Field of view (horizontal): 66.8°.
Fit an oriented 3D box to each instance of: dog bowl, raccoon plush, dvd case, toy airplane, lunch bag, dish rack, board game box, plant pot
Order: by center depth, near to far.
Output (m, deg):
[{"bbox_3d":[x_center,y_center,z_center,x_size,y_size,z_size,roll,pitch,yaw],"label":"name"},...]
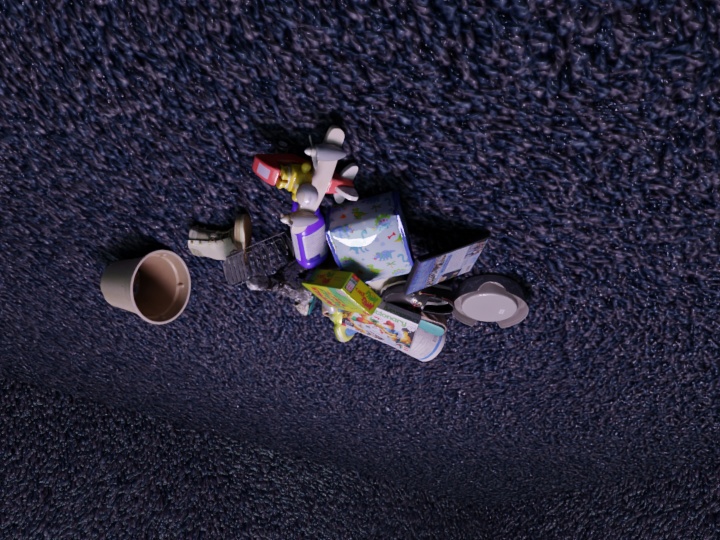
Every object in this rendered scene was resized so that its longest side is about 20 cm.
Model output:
[{"bbox_3d":[-0.095,-0.173,1.099,0.197,0.142,0.201,-19,129,12],"label":"toy airplane"},{"bbox_3d":[0.027,-0.059,1.223,0.168,0.128,0.201,-12,127,11],"label":"lunch bag"},{"bbox_3d":[-0.048,0.047,1.265,0.101,0.048,0.199,42,162,-26],"label":"board game box"},{"bbox_3d":[0.200,-0.015,1.279,0.198,0.018,0.143,-19,152,-21],"label":"dvd case"},{"bbox_3d":[-0.241,-0.020,1.363,0.199,0.055,0.154,-24,152,-18],"label":"dish rack"},{"bbox_3d":[-0.196,0.036,1.394,0.198,0.098,0.134,8,153,-17],"label":"raccoon plush"},{"bbox_3d":[0.050,0.129,1.416,0.198,0.035,0.127,21,138,10],"label":"board game box"},{"bbox_3d":[0.342,0.082,1.452,0.198,0.059,0.201,6,147,4],"label":"dog bowl"},{"bbox_3d":[-0.613,0.040,1.524,0.182,0.202,0.201,3,148,30],"label":"plant pot"}]

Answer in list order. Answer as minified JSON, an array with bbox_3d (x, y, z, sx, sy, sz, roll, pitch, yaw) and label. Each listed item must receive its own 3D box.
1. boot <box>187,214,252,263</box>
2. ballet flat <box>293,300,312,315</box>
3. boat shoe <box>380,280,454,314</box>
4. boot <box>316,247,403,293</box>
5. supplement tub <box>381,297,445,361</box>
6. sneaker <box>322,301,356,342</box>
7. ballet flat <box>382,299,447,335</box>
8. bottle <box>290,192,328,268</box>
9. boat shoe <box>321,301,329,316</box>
[{"bbox_3d":[-0.352,-0.083,1.365,0.153,0.073,0.201,15,147,-5],"label":"boot"},{"bbox_3d":[-0.152,0.063,1.535,0.063,0.076,0.201,27,142,2],"label":"ballet flat"},{"bbox_3d":[0.149,0.071,1.389,0.199,0.064,0.074,7,142,-19],"label":"boat shoe"},{"bbox_3d":[0.000,0.000,1.383,0.198,0.073,0.155,-11,143,15],"label":"boot"},{"bbox_3d":[0.134,0.165,1.561,0.199,0.133,0.132,30,141,-27],"label":"supplement tub"},{"bbox_3d":[-0.043,0.101,1.522,0.104,0.076,0.201,-24,125,-12],"label":"sneaker"},{"bbox_3d":[0.138,0.110,1.449,0.199,0.068,0.068,25,138,-9],"label":"ballet flat"},{"bbox_3d":[-0.122,-0.100,1.266,0.065,0.083,0.201,33,146,33],"label":"bottle"},{"bbox_3d":[-0.029,0.136,1.611,0.199,0.070,0.074,22,144,-19],"label":"boat shoe"}]
